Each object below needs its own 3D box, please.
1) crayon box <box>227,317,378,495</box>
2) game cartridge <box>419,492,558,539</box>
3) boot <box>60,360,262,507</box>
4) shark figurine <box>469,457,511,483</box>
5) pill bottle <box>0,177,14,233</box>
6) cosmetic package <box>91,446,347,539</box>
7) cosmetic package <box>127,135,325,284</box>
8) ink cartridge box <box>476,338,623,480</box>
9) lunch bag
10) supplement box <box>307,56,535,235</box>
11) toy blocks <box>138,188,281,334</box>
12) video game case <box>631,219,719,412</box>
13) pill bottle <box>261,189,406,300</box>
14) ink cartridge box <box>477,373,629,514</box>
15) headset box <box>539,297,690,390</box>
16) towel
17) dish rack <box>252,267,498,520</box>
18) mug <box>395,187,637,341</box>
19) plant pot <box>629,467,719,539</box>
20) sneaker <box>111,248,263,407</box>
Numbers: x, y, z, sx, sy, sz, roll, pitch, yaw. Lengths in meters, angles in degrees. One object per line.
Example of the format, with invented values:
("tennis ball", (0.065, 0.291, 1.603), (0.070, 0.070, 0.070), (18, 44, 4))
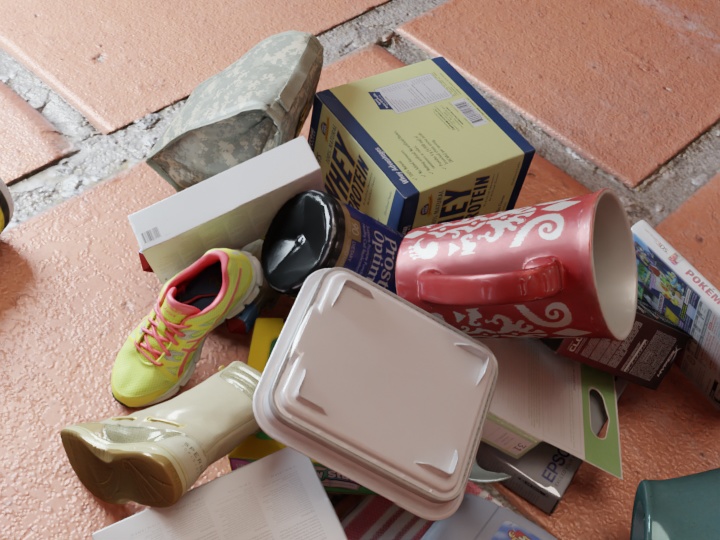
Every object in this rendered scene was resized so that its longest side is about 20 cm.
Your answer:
("crayon box", (-0.020, 0.135, 1.011), (0.197, 0.059, 0.174), (3, 48, 5))
("game cartridge", (0.140, 0.293, 0.900), (0.199, 0.042, 0.133), (33, 57, 19))
("boot", (-0.175, 0.144, 0.932), (0.199, 0.073, 0.155), (-6, 21, 47))
("shark figurine", (0.018, 0.144, 0.887), (0.214, 0.089, 0.128), (43, 90, -9))
("pill bottle", (-0.458, -0.025, 1.042), (0.113, 0.115, 0.201), (18, 47, 5))
("cosmetic package", (-0.109, 0.259, 0.864), (0.198, 0.052, 0.152), (-21, 65, -16))
("cosmetic package", (-0.135, -0.063, 1.051), (0.198, 0.083, 0.051), (-25, 64, -8))
("ink cartridge box", (0.174, 0.125, 1.029), (0.199, 0.048, 0.146), (30, 40, -18))
("lunch bag", (-0.130, -0.180, 1.189), (0.118, 0.199, 0.165), (46, 42, -23))
("supplement box", (0.065, -0.133, 1.238), (0.198, 0.135, 0.200), (-21, 56, -28))
("toy blocks", (-0.161, -0.002, 1.110), (0.198, 0.100, 0.137), (23, 58, 15))
("video game case", (0.354, 0.057, 1.088), (0.023, 0.200, 0.183), (-36, 62, -8))
("pill bottle", (0.000, 0.000, 1.069), (0.199, 0.112, 0.113), (25, 33, -42))
("ink cartridge box", (0.166, 0.131, 1.086), (0.199, 0.041, 0.200), (30, 50, 16))
("headset box", (0.229, 0.039, 1.071), (0.199, 0.075, 0.149), (21, 15, -38))
("towel", (0.085, 0.270, 0.954), (0.199, 0.030, 0.146), (38, 54, 22))
("dish rack", (0.024, 0.095, 0.848), (0.199, 0.044, 0.173), (28, 59, -8))
("mug", (0.132, -0.005, 0.923), (0.198, 0.177, 0.135), (-6, 67, 32))
("plant pot", (0.342, 0.267, 0.909), (0.186, 0.201, 0.201), (4, 46, 9))
("sneaker", (-0.186, 0.050, 1.007), (0.078, 0.090, 0.201), (38, 87, 15))
